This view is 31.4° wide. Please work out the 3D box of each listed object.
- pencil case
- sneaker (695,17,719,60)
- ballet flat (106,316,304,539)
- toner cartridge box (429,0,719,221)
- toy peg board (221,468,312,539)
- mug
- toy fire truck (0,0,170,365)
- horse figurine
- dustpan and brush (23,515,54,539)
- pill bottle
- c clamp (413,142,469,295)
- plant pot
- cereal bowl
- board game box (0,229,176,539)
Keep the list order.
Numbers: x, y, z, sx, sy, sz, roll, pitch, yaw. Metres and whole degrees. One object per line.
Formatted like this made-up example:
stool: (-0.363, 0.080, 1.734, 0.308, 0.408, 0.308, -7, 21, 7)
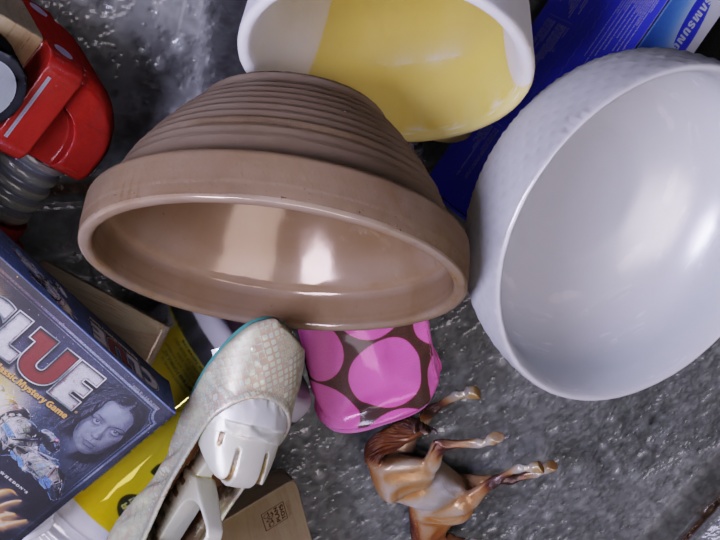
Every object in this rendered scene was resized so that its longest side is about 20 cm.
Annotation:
pencil case: (0.000, 0.000, 0.802, 0.093, 0.091, 0.201, -14, 117, -9)
sneaker: (0.195, -0.099, 0.842, 0.082, 0.073, 0.201, 12, 116, -29)
ballet flat: (-0.082, 0.119, 0.737, 0.067, 0.062, 0.200, 14, 118, -37)
toner cartridge box: (0.129, -0.108, 0.780, 0.043, 0.095, 0.200, 28, 100, -38)
toy peg board: (-0.136, 0.244, 0.938, 0.199, 0.098, 0.201, -28, 130, -22)
mug: (0.015, -0.163, 0.685, 0.149, 0.154, 0.187, 10, 156, -9)
toy fire truck: (-0.187, -0.039, 0.713, 0.176, 0.129, 0.200, -49, 137, 12)
horse figurine: (0.061, 0.153, 0.960, 0.132, 0.050, 0.200, -28, 138, 19)
dustpan and brush: (-0.272, 0.120, 0.792, 0.199, 0.140, 0.057, -22, 165, 12)
pill bottle: (-0.140, 0.105, 0.818, 0.200, 0.114, 0.114, -40, 127, 7)
c clamp: (0.056, -0.043, 0.853, 0.170, 0.027, 0.201, -5, 122, -20)
plant pot: (-0.040, -0.040, 0.668, 0.200, 0.093, 0.201, 6, 160, 2)
cereal bowl: (0.138, -0.033, 0.713, 0.199, 0.083, 0.201, -15, 123, -24)
board game box: (-0.212, 0.048, 0.663, 0.135, 0.035, 0.200, -39, 121, 6)
